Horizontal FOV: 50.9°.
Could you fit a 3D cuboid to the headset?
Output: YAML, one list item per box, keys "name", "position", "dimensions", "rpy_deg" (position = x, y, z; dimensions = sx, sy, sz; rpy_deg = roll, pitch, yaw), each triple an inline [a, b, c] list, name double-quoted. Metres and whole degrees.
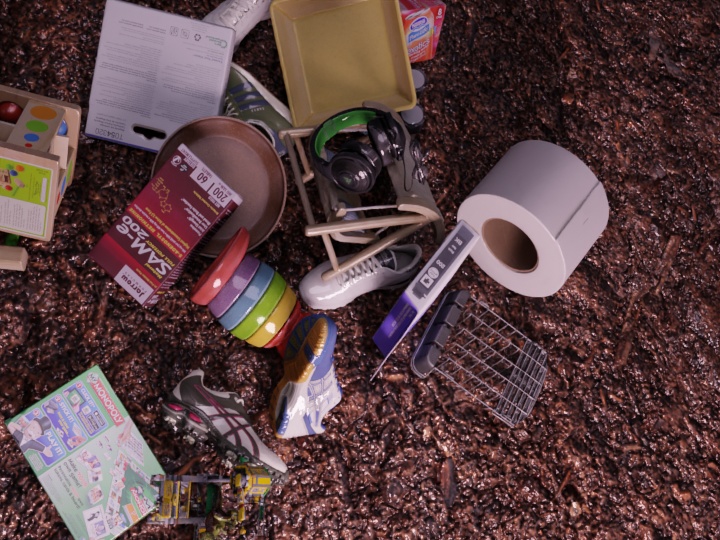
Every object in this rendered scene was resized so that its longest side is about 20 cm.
- name: "headset"
  position: [0.013, -0.165, 1.000]
  dimensions: [0.123, 0.095, 0.199]
  rpy_deg: [-42, 52, -19]

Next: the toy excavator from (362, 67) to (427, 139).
- name: "toy excavator"
  position: [0.006, -0.299, 1.247]
  dimensions: [0.195, 0.100, 0.199]
  rpy_deg: [7, 68, -6]

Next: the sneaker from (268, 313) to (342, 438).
- name: "sneaker"
  position: [-0.060, 0.142, 1.033]
  dimensions: [0.086, 0.203, 0.076]
  rpy_deg: [6, 35, -27]

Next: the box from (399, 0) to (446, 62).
- name: "box"
  position: [0.037, -0.430, 1.245]
  dimensions: [0.098, 0.097, 0.200]
  rpy_deg: [-18, 50, -32]

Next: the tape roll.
- name: "tape roll"
  position: [0.269, -0.081, 1.190]
  dimensions: [0.203, 0.203, 0.139]
  rpy_deg: [44, 64, 1]

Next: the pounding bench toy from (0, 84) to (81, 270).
- name: "pounding bench toy"
  position: [-0.462, -0.121, 1.023]
  dimensions: [0.121, 0.203, 0.158]
  rpy_deg: [12, 37, -15]

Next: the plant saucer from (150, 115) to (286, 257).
- name: "plant saucer"
  position: [-0.207, -0.122, 1.114]
  dimensions: [0.195, 0.037, 0.206]
  rpy_deg: [-1, 94, -9]

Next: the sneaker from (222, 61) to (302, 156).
- name: "sneaker"
  position: [-0.186, -0.248, 1.174]
  dimensions: [0.199, 0.067, 0.091]
  rpy_deg: [37, 60, -6]

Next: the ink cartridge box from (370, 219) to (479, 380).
- name: "ink cartridge box"
  position: [0.077, 0.047, 1.088]
  dimensions: [0.043, 0.199, 0.201]
  rpy_deg: [37, 64, 6]

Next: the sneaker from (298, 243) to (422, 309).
- name: "sneaker"
  position: [0.000, 0.000, 1.144]
  dimensions: [0.196, 0.081, 0.078]
  rpy_deg: [-18, 79, -21]

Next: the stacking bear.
- name: "stacking bear"
  position: [-0.131, 0.058, 1.068]
  dimensions: [0.199, 0.114, 0.122]
  rpy_deg: [40, 108, -14]

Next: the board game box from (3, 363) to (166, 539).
- name: "board game box"
  position: [-0.346, 0.243, 0.978]
  dimensions: [0.133, 0.029, 0.202]
  rpy_deg: [-32, 83, -25]

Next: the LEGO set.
- name: "LEGO set"
  position: [-0.195, 0.326, 0.925]
  dimensions: [0.115, 0.151, 0.205]
  rpy_deg: [20, 73, -49]

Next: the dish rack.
- name: "dish rack"
  position: [0.192, 0.137, 1.173]
  dimensions: [0.198, 0.055, 0.155]
  rpy_deg: [35, 67, -6]

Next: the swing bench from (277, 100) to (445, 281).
- name: "swing bench"
  position: [0.003, -0.125, 1.104]
  dimensions: [0.196, 0.131, 0.202]
  rpy_deg: [-18, 57, -1]

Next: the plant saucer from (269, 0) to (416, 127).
- name: "plant saucer"
  position: [-0.025, -0.331, 1.166]
  dimensions: [0.195, 0.048, 0.205]
  rpy_deg: [-11, 98, 8]

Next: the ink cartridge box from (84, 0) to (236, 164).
- name: "ink cartridge box"
  position: [-0.298, -0.280, 1.131]
  dimensions: [0.192, 0.043, 0.205]
  rpy_deg: [13, 99, -2]

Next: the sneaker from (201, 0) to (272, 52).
- name: "sneaker"
  position: [-0.196, -0.422, 1.215]
  dimensions: [0.075, 0.100, 0.201]
  rpy_deg: [40, 66, -3]

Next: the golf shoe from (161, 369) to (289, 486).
- name: "golf shoe"
  position: [-0.170, 0.214, 1.021]
  dimensions: [0.198, 0.077, 0.089]
  rpy_deg: [35, 56, -5]

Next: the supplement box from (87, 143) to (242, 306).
- name: "supplement box"
  position: [-0.269, -0.061, 1.053]
  dimensions: [0.108, 0.061, 0.201]
  rpy_deg: [40, 88, 0]
